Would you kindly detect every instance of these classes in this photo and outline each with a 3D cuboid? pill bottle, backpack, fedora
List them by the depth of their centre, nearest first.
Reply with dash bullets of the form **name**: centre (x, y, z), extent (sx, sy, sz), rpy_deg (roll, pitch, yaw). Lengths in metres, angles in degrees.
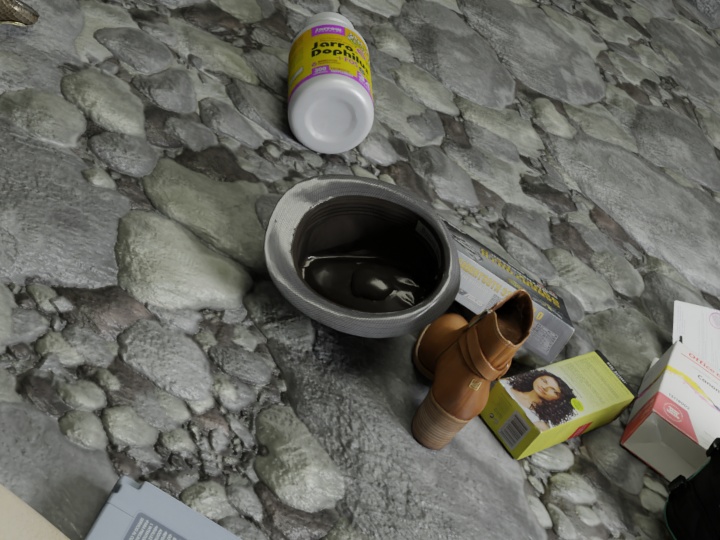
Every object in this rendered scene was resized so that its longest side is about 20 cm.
- **backpack**: centre (0.421, 0.273, 1.267), extent (0.152, 0.176, 0.201), rpy_deg (8, 45, -30)
- **fedora**: centre (0.000, 0.000, 1.283), extent (0.198, 0.091, 0.178), rpy_deg (10, 60, -1)
- **pill bottle**: centre (-0.038, -0.239, 1.570), extent (0.103, 0.105, 0.201), rpy_deg (22, 34, -20)

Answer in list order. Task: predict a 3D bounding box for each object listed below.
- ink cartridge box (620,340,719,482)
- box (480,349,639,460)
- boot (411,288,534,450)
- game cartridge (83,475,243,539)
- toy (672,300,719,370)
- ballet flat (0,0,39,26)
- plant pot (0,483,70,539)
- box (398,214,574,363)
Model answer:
- **ink cartridge box**: centre (0.382, 0.161, 1.469), extent (0.116, 0.068, 0.200), rpy_deg (36, 34, 2)
- **box**: centre (0.214, 0.141, 1.362), extent (0.199, 0.050, 0.075), rpy_deg (-11, 54, -49)
- **boot**: centre (0.118, 0.070, 1.266), extent (0.073, 0.155, 0.201), rpy_deg (27, 33, -11)
- **game cartridge**: centre (-0.154, 0.246, 0.906), extent (0.133, 0.042, 0.200), rpy_deg (36, 32, -7)
- **toy**: centre (0.482, 0.119, 1.621), extent (0.198, 0.047, 0.116), rpy_deg (12, 62, -7)
- **ballet flat**: centre (-0.436, -0.295, 1.342), extent (0.199, 0.047, 0.067), rpy_deg (19, 4, -33)
- **plant pot**: centre (-0.200, 0.273, 0.696), extent (0.176, 0.200, 0.201), rpy_deg (33, 30, -22)
- **box**: centre (0.138, 0.012, 1.412), extent (0.199, 0.049, 0.158), rpy_deg (34, 11, -1)
